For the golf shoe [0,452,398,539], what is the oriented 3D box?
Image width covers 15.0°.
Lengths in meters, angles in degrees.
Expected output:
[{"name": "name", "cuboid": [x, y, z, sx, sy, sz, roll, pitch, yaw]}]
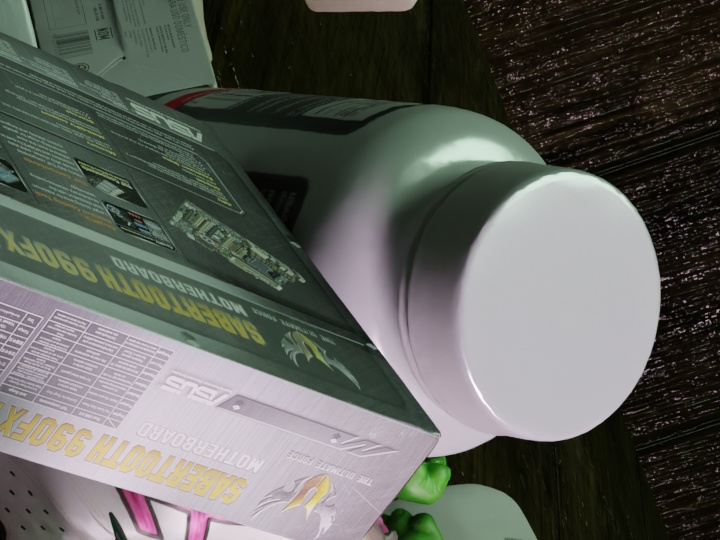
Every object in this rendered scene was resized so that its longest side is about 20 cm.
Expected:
[{"name": "golf shoe", "cuboid": [-0.083, 0.063, 0.843, 0.200, 0.092, 0.073, 30, -9, -19]}]

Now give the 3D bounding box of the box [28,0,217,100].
[{"name": "box", "cuboid": [-0.081, -0.018, 1.063, 0.117, 0.060, 0.201, -109, -170, -51]}]

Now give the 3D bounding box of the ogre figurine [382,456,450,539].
[{"name": "ogre figurine", "cuboid": [-0.021, 0.133, 0.941, 0.098, 0.201, 0.120, 23, -4, 39]}]

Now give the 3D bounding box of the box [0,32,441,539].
[{"name": "box", "cuboid": [-0.089, -0.009, 0.749, 0.200, 0.048, 0.159, 22, 23, -45]}]

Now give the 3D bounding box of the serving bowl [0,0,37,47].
[{"name": "serving bowl", "cuboid": [-0.170, -0.096, 0.890, 0.200, 0.066, 0.201, -19, 90, -80]}]

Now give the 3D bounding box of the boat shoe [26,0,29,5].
[{"name": "boat shoe", "cuboid": [-0.166, -0.190, 1.091, 0.074, 0.060, 0.200, -93, 162, -62]}]

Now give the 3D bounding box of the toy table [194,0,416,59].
[{"name": "toy table", "cuboid": [-0.074, -0.164, 1.192, 0.184, 0.199, 0.117, -51, 138, -35]}]

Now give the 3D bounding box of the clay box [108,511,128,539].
[{"name": "clay box", "cuboid": [-0.063, 0.172, 0.766, 0.200, 0.047, 0.115, 89, -24, -44]}]

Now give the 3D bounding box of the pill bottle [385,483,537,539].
[{"name": "pill bottle", "cuboid": [0.052, 0.196, 1.084, 0.200, 0.114, 0.114, 64, 5, 30]}]

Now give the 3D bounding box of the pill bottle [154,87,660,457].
[{"name": "pill bottle", "cuboid": [0.000, 0.000, 0.885, 0.200, 0.111, 0.111, 10, -51, 53]}]
